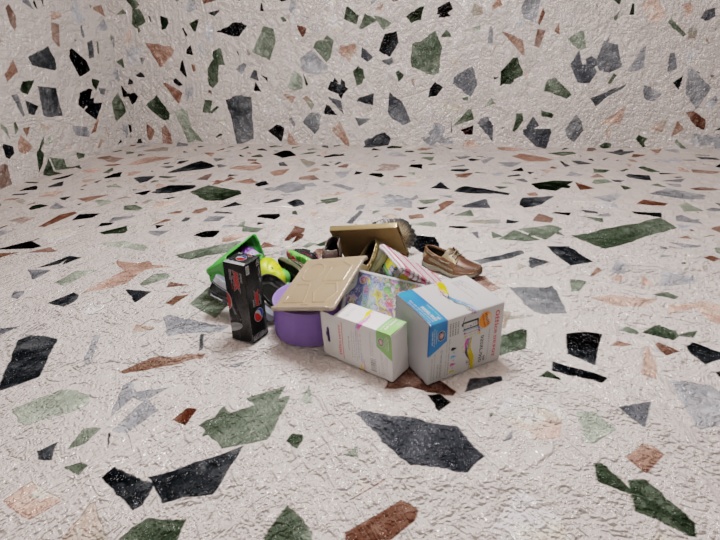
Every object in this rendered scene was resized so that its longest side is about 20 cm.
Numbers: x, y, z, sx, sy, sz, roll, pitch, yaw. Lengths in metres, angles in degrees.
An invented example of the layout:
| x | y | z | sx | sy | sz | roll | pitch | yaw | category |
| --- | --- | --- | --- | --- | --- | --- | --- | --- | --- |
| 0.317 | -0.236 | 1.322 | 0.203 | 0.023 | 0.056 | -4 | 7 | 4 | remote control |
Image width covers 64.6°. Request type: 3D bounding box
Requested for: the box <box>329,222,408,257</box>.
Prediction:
| x | y | z | sx | sy | sz | roll | pitch | yaw | category |
| --- | --- | --- | --- | --- | --- | --- | --- | --- | --- |
| 0.027 | -0.081 | 1.604 | 0.194 | 0.164 | 0.022 | -1 | 62 | 18 | box |

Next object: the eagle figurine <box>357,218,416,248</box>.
| x | y | z | sx | sy | sz | roll | pitch | yaw | category |
| --- | --- | --- | --- | --- | --- | --- | --- | --- | --- |
| 0.077 | -0.081 | 1.743 | 0.193 | 0.157 | 0.151 | -3 | 3 | 11 | eagle figurine |

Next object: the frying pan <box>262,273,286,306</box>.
| x | y | z | sx | sy | sz | roll | pitch | yaw | category |
| --- | --- | --- | --- | --- | --- | --- | --- | --- | --- |
| -0.240 | 0.068 | 1.480 | 0.115 | 0.031 | 0.189 | 49 | 27 | 4 | frying pan |

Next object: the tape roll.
| x | y | z | sx | sy | sz | roll | pitch | yaw | category |
| --- | --- | --- | --- | --- | --- | --- | --- | --- | --- |
| -0.118 | 0.100 | 1.410 | 0.193 | 0.088 | 0.201 | -1 | 24 | 1 | tape roll |

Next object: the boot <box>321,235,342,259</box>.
| x | y | z | sx | sy | sz | roll | pitch | yaw | category |
| --- | --- | --- | --- | --- | --- | --- | --- | --- | --- |
| -0.068 | -0.024 | 1.599 | 0.068 | 0.151 | 0.201 | 0 | 24 | 6 | boot |

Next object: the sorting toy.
| x | y | z | sx | sy | sz | roll | pitch | yaw | category |
| --- | --- | --- | --- | --- | --- | --- | --- | --- | --- |
| -0.092 | 0.035 | 1.324 | 0.181 | 0.037 | 0.201 | -4 | 35 | 36 | sorting toy |

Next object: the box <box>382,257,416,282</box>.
| x | y | z | sx | sy | sz | roll | pitch | yaw | category |
| --- | --- | --- | --- | --- | --- | --- | --- | --- | --- |
| 0.135 | 0.038 | 1.498 | 0.116 | 0.049 | 0.201 | 32 | 11 | -23 | box |

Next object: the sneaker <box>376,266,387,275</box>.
| x | y | z | sx | sy | sz | roll | pitch | yaw | category |
| --- | --- | --- | --- | --- | --- | --- | --- | --- | --- |
| 0.058 | -0.011 | 1.648 | 0.193 | 0.077 | 0.085 | 3 | 10 | -7 | sneaker |

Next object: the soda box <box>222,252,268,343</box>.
| x | y | z | sx | sy | sz | roll | pitch | yaw | category |
| --- | --- | --- | --- | --- | --- | --- | --- | --- | --- |
| -0.272 | 0.066 | 1.352 | 0.069 | 0.206 | 0.063 | 10 | 25 | 26 | soda box |

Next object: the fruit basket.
| x | y | z | sx | sy | sz | roll | pitch | yaw | category |
| --- | --- | --- | --- | --- | --- | --- | --- | --- | --- |
| -0.300 | -0.004 | 1.602 | 0.210 | 0.159 | 0.216 | -19 | 18 | 6 | fruit basket |

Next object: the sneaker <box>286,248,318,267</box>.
| x | y | z | sx | sy | sz | roll | pitch | yaw | category |
| --- | --- | --- | --- | --- | --- | --- | --- | --- | --- |
| -0.154 | -0.028 | 1.705 | 0.082 | 0.079 | 0.199 | -18 | 30 | -26 | sneaker |

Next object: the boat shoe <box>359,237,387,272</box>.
| x | y | z | sx | sy | sz | roll | pitch | yaw | category |
| --- | --- | --- | --- | --- | --- | --- | --- | --- | --- |
| 0.000 | 0.000 | 1.543 | 0.073 | 0.067 | 0.202 | 4 | 53 | 48 | boat shoe |

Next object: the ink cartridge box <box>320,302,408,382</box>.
| x | y | z | sx | sy | sz | roll | pitch | yaw | category |
| --- | --- | --- | --- | --- | --- | --- | --- | --- | --- |
| 0.007 | 0.148 | 1.245 | 0.196 | 0.121 | 0.067 | 16 | 33 | 35 | ink cartridge box |

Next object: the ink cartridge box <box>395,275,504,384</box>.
| x | y | z | sx | sy | sz | roll | pitch | yaw | category |
| --- | --- | --- | --- | --- | --- | --- | --- | --- | --- |
| 0.191 | 0.123 | 1.242 | 0.195 | 0.152 | 0.144 | -14 | 29 | -25 | ink cartridge box |

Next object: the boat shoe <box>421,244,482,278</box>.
| x | y | z | sx | sy | sz | roll | pitch | yaw | category |
| --- | --- | --- | --- | --- | --- | --- | --- | --- | --- |
| 0.264 | -0.029 | 1.668 | 0.195 | 0.074 | 0.075 | 14 | 28 | 32 | boat shoe |

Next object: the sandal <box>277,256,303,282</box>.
| x | y | z | sx | sy | sz | roll | pitch | yaw | category |
| --- | --- | --- | --- | --- | --- | --- | --- | --- | --- |
| -0.183 | 0.001 | 1.636 | 0.056 | 0.082 | 0.200 | -18 | 27 | -22 | sandal |

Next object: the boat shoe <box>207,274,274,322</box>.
| x | y | z | sx | sy | sz | roll | pitch | yaw | category |
| --- | --- | --- | --- | --- | --- | --- | --- | --- | --- |
| -0.307 | 0.089 | 1.462 | 0.196 | 0.069 | 0.074 | 31 | 4 | 5 | boat shoe |

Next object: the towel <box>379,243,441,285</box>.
| x | y | z | sx | sy | sz | roll | pitch | yaw | category |
| --- | --- | --- | --- | --- | --- | --- | --- | --- | --- |
| 0.143 | 0.008 | 1.451 | 0.197 | 0.030 | 0.147 | 28 | 12 | -29 | towel |

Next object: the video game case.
| x | y | z | sx | sy | sz | roll | pitch | yaw | category |
| --- | --- | --- | --- | --- | --- | --- | --- | --- | --- |
| 0.053 | 0.081 | 1.346 | 0.194 | 0.018 | 0.147 | 12 | 66 | -5 | video game case |
